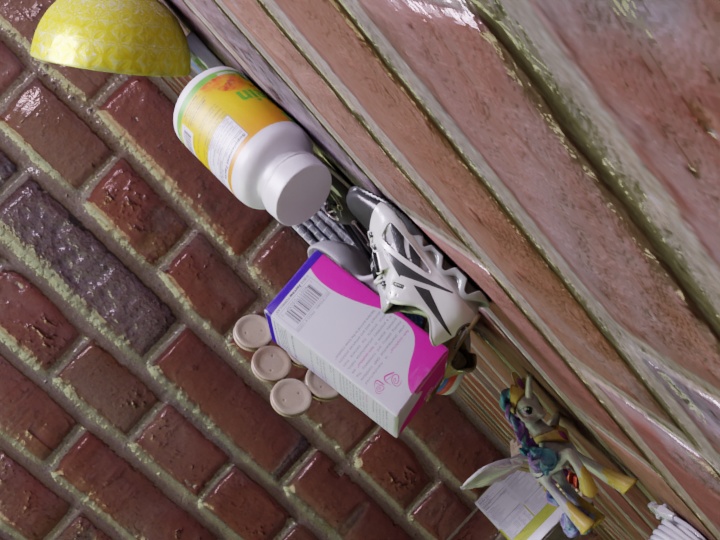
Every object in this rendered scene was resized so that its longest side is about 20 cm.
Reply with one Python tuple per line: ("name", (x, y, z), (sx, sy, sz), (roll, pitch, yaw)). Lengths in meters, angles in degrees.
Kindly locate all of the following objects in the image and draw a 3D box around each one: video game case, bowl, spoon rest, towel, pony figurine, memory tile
("video game case", (-0.176, -0.244, 1.558), (0.200, 0.022, 0.182), (46, 177, -14))
("bowl", (-0.304, -0.309, 1.394), (0.196, 0.110, 0.200), (8, -166, -2))
("spoon rest", (0.000, 0.000, 1.357), (0.100, 0.061, 0.199), (48, 153, -20))
("towel", (-0.030, -0.049, 1.560), (0.200, 0.086, 0.166), (45, 178, 7))
("pony figurine", (0.238, 0.244, 1.445), (0.200, 0.165, 0.194), (47, 146, 21))
("memory tile", (-0.048, 0.092, 1.398), (0.154, 0.198, 0.017), (55, 149, 26))

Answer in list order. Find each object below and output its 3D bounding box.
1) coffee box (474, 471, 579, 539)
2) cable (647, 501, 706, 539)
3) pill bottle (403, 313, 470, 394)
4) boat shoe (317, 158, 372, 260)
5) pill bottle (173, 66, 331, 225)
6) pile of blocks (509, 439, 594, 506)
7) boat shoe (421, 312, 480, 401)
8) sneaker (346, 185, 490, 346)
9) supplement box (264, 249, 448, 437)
("coffee box", (0.443, 0.612, 2.854), (0.198, 0.200, 0.200), (43, 176, 35))
("cable", (0.409, 0.374, 1.287), (0.200, 0.069, 0.200), (47, 177, -21))
("pill bottle", (0.040, 0.097, 1.516), (0.197, 0.114, 0.112), (12, -171, -20))
("boat shoe", (-0.002, -0.051, 1.395), (0.200, 0.057, 0.067), (47, 177, -26))
("pill bottle", (-0.124, -0.143, 1.322), (0.200, 0.111, 0.111), (43, 177, 31))
("pile of blocks", (0.376, 0.379, 2.139), (0.199, 0.083, 0.062), (37, 135, -7))
("boat shoe", (0.107, 0.108, 1.392), (0.075, 0.072, 0.201), (25, 146, 12))
("sneaker", (0.038, -0.005, 1.188), (0.200, 0.088, 0.074), (46, 179, 22))
("supplement box", (-0.004, 0.087, 1.321), (0.199, 0.101, 0.104), (37, 162, 16))
